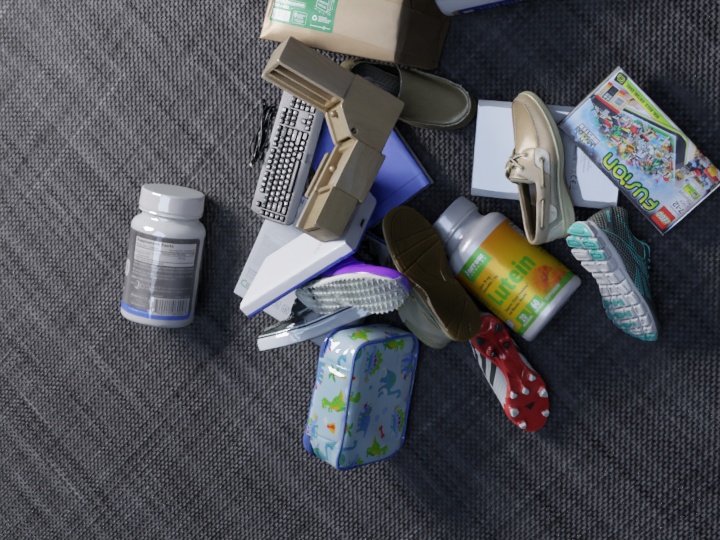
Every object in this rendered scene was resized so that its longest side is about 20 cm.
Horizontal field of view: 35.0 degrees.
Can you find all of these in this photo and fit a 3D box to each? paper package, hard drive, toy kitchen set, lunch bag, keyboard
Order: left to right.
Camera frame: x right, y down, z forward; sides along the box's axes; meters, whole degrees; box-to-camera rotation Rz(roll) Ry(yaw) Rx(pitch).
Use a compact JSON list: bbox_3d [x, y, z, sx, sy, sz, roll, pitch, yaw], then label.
[{"bbox_3d":[-0.118,-0.171,1.620,0.104,0.040,0.200,18,95,27],"label":"keyboard"},{"bbox_3d":[-0.079,-0.163,1.515,0.180,0.163,0.200,28,78,-16],"label":"toy kitchen set"},{"bbox_3d":[-0.071,-0.022,1.565,0.200,0.132,0.025,-31,111,32],"label":"hard drive"},{"bbox_3d":[-0.006,-0.170,1.630,0.132,0.025,0.200,-36,86,22],"label":"hard drive"},{"bbox_3d":[-0.004,-0.337,1.522,0.200,0.191,0.104,15,101,18],"label":"paper package"},{"bbox_3d":[0.006,0.176,1.621,0.082,0.161,0.200,20,108,39],"label":"lunch bag"},{"bbox_3d":[0.254,-0.158,1.545,0.200,0.027,0.132,7,101,18],"label":"hard drive"}]

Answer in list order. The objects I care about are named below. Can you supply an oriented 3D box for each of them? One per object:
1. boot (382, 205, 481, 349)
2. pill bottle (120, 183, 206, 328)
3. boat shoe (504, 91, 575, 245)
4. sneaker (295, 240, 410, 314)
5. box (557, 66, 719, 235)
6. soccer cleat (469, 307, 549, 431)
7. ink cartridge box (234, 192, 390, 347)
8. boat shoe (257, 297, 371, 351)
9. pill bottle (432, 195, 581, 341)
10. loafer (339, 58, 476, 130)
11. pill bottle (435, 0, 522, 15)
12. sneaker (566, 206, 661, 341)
[{"bbox_3d":[0.080,0.015,1.560,0.072,0.155,0.200,-31,87,-14],"label":"boot"},{"bbox_3d":[-0.294,-0.023,1.721,0.114,0.114,0.200,14,103,18],"label":"pill bottle"},{"bbox_3d":[0.226,-0.133,1.498,0.065,0.072,0.200,-17,100,-19],"label":"boat shoe"},{"bbox_3d":[0.000,0.000,1.517,0.200,0.100,0.070,-3,136,48],"label":"sneaker"},{"bbox_3d":[0.363,-0.154,1.479,0.200,0.035,0.110,45,103,-1],"label":"box"},{"bbox_3d":[0.203,0.136,1.593,0.069,0.085,0.200,-32,111,0],"label":"soccer cleat"},{"bbox_3d":[-0.065,-0.004,1.671,0.200,0.041,0.200,32,114,13],"label":"ink cartridge box"},{"bbox_3d":[-0.063,0.057,1.633,0.200,0.072,0.071,-22,86,16],"label":"boat shoe"},{"bbox_3d":[0.188,-0.008,1.547,0.200,0.111,0.111,41,110,10],"label":"pill bottle"},{"bbox_3d":[0.061,-0.238,1.558,0.200,0.067,0.076,13,97,-2],"label":"loafer"},{"bbox_3d":[0.194,-0.407,1.477,0.200,0.120,0.120,-7,96,21],"label":"pill bottle"},{"bbox_3d":[0.356,0.001,1.508,0.078,0.091,0.200,4,129,60],"label":"sneaker"}]
